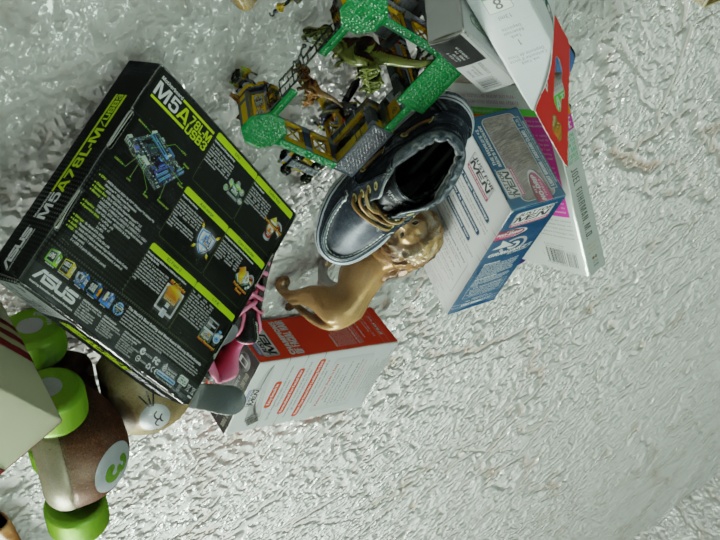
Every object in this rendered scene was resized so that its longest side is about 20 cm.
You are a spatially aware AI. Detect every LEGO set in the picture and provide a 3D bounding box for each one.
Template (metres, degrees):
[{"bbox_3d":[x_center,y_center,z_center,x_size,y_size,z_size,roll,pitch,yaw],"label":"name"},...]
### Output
[{"bbox_3d":[-0.014,-0.179,0.826,0.153,0.116,0.200,13,135,-30],"label":"LEGO set"}]

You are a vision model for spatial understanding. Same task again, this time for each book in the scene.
[{"bbox_3d":[0.157,-0.096,0.975,0.048,0.133,0.201,-35,122,-26],"label":"book"}]

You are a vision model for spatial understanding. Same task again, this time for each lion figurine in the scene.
[{"bbox_3d":[0.000,0.000,1.009,0.072,0.123,0.201,3,128,-46],"label":"lion figurine"}]

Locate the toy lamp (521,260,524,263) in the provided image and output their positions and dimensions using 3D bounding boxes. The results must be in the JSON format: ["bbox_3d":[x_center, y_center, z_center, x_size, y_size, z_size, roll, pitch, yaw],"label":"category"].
[{"bbox_3d":[0.133,-0.051,1.146,0.058,0.058,0.200,-48,146,11],"label":"toy lamp"}]

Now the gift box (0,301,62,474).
[{"bbox_3d":[-0.334,0.074,0.697,0.185,0.200,0.187,-44,146,-3],"label":"gift box"}]

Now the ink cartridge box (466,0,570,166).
[{"bbox_3d":[0.144,-0.207,0.797,0.050,0.162,0.200,-15,136,30],"label":"ink cartridge box"}]

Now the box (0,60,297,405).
[{"bbox_3d":[-0.157,-0.024,0.789,0.200,0.047,0.194,47,62,-46],"label":"box"}]

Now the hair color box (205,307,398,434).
[{"bbox_3d":[-0.066,0.108,1.124,0.199,0.064,0.111,-5,134,-44],"label":"hair color box"}]

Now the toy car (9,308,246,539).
[{"bbox_3d":[-0.196,0.116,0.894,0.199,0.158,0.165,-15,130,-20],"label":"toy car"}]

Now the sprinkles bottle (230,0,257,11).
[{"bbox_3d":[-0.029,-0.272,0.711,0.200,0.068,0.068,-41,147,1],"label":"sprinkles bottle"}]

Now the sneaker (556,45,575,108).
[{"bbox_3d":[0.177,-0.149,1.056,0.089,0.079,0.201,-15,139,-30],"label":"sneaker"}]

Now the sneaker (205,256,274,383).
[{"bbox_3d":[-0.112,0.022,0.948,0.079,0.095,0.201,0,128,-43],"label":"sneaker"}]

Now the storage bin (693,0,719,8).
[{"bbox_3d":[0.403,-0.386,0.995,0.199,0.094,0.199,-25,144,-24],"label":"storage bin"}]

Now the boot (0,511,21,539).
[{"bbox_3d":[-0.412,0.358,1.062,0.188,0.069,0.200,-31,145,-14],"label":"boot"}]

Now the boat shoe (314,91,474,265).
[{"bbox_3d":[0.019,-0.064,0.869,0.071,0.091,0.200,35,120,-11],"label":"boat shoe"}]

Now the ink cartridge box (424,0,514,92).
[{"bbox_3d":[0.079,-0.246,0.778,0.037,0.201,0.095,-12,160,30],"label":"ink cartridge box"}]

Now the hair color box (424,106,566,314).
[{"bbox_3d":[0.113,-0.050,0.957,0.060,0.100,0.200,-16,157,-20],"label":"hair color box"}]
